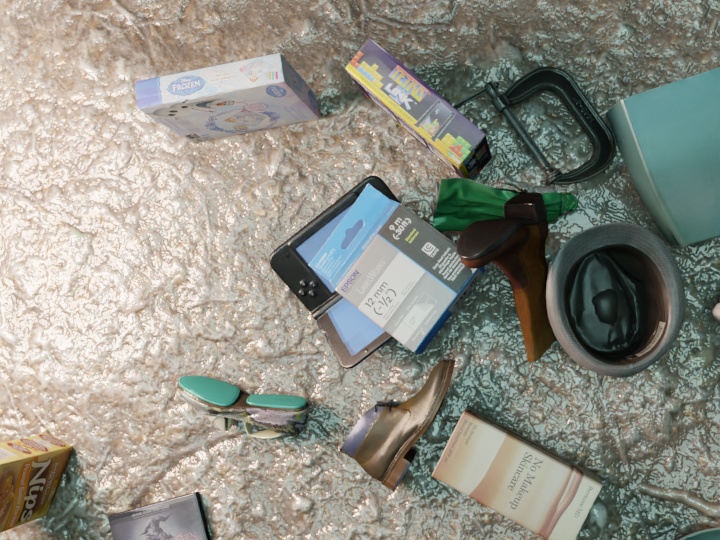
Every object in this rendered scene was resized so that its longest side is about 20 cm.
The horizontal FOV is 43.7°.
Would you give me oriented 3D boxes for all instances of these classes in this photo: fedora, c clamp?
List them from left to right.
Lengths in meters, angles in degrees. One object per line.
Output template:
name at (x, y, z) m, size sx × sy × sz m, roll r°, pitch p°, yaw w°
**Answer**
c clamp at (0.247, -0.194, 1.240) m, size 0.171 × 0.027 × 0.200 m, roll -38°, pitch 82°, yaw -10°
fedora at (0.326, 0.036, 1.180) m, size 0.177 × 0.090 × 0.200 m, roll -21°, pitch 93°, yaw 1°

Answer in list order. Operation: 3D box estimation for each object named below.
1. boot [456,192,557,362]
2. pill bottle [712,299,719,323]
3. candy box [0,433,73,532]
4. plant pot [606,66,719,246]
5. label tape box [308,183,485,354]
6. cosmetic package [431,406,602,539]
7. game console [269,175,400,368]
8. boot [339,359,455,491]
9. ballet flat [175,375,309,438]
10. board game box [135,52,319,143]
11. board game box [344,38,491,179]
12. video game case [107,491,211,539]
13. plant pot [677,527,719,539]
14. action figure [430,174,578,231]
boot at (0.194, 0.023, 1.143) m, size 0.068 × 0.188 × 0.200 m, roll -1°, pitch 112°, yaw 31°
pill bottle at (0.551, 0.006, 1.138) m, size 0.111 × 0.111 × 0.200 m, roll 36°, pitch 94°, yaw 10°
candy box at (-0.494, 0.302, 1.263) m, size 0.055 × 0.200 × 0.116 m, roll 23°, pitch 91°, yaw 12°
plant pot at (0.423, -0.139, 1.162) m, size 0.141 × 0.141 × 0.200 m, roll -17°, pitch 91°, yaw 9°
label tape box at (0.041, -0.007, 1.178) m, size 0.200 × 0.066 × 0.143 m, roll 38°, pitch 93°, yaw 12°
cosmetic package at (0.207, 0.274, 1.196) m, size 0.200 × 0.087 × 0.103 m, roll 26°, pitch 90°, yaw 11°
game console at (0.000, 0.000, 1.228) m, size 0.200 × 0.118 × 0.171 m, roll -38°, pitch 108°, yaw 5°
boot at (0.052, 0.195, 1.236) m, size 0.097 × 0.075 × 0.200 m, roll 28°, pitch 94°, yaw 8°
ballet flat at (-0.172, 0.202, 1.282) m, size 0.200 × 0.072 × 0.072 m, roll 9°, pitch 88°, yaw 12°
board game box at (-0.175, -0.233, 1.238) m, size 0.199 × 0.200 × 0.043 m, roll -8°, pitch 84°, yaw 9°
board game box at (0.083, -0.210, 1.208) m, size 0.200 × 0.165 × 0.057 m, roll 42°, pitch 94°, yaw 9°
video game case at (-0.278, 0.438, 1.309) m, size 0.143 × 0.019 × 0.200 m, roll -17°, pitch 85°, yaw 9°
plant pot at (0.458, 0.437, 1.102) m, size 0.200 × 0.200 × 0.134 m, roll -27°, pitch 109°, yaw 8°
action figure at (0.198, -0.091, 1.222) m, size 0.200 × 0.118 × 0.055 m, roll 1°, pitch 58°, yaw -5°
